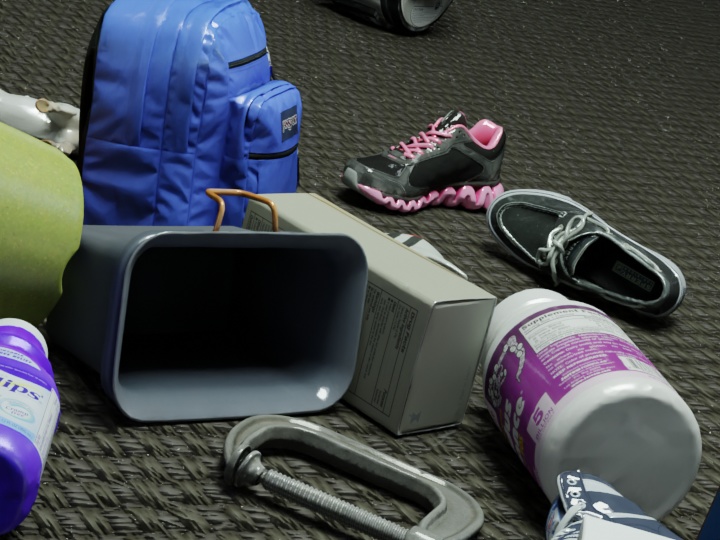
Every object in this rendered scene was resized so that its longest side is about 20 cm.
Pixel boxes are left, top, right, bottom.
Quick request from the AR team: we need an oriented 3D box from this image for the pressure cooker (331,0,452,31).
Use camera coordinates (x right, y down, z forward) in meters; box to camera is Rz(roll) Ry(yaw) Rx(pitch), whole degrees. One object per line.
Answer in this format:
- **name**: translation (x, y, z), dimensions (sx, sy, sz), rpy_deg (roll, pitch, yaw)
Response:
- **pressure cooker**: translation (0.050, -0.413, 2.639), dimensions (0.199, 0.179, 0.176), rpy_deg (27, 63, 26)

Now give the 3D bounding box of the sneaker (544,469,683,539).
- **sneaker**: translation (0.120, 0.171, 1.172), dimensions (0.199, 0.071, 0.108), rpy_deg (5, 24, -48)

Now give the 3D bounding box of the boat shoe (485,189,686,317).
- **boat shoe**: translation (0.191, -0.016, 1.775), dimensions (0.199, 0.074, 0.068), rpy_deg (34, 10, 23)

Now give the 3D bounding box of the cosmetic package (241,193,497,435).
- **cosmetic package**: translation (-0.005, 0.027, 1.447), dimensions (0.073, 0.104, 0.199), rpy_deg (-4, 27, -46)

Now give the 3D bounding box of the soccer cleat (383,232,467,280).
- **soccer cleat**: translation (0.000, 0.000, 1.589), dimensions (0.199, 0.069, 0.085), rpy_deg (3, 17, -44)

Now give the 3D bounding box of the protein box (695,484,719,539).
- **protein box**: translation (0.349, 0.176, 1.205), dimensions (0.198, 0.136, 0.198), rpy_deg (12, 17, -32)

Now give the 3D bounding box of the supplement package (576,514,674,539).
- **supplement package**: translation (0.165, 0.227, 0.981), dimensions (0.154, 0.112, 0.200), rpy_deg (16, 19, 4)

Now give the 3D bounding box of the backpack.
- **backpack**: translation (-0.132, -0.122, 1.588), dimensions (0.166, 0.202, 0.163), rpy_deg (6, 15, 10)

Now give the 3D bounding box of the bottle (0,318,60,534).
- **bottle**: translation (-0.217, 0.084, 1.170), dimensions (0.083, 0.066, 0.200), rpy_deg (14, 18, -6)

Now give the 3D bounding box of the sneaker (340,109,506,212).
- **sneaker**: translation (0.065, -0.110, 1.914), dimensions (0.199, 0.096, 0.079), rpy_deg (-4, 28, -42)

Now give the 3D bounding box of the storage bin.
- **storage bin**: translation (-0.115, 0.012, 1.370), dimensions (0.199, 0.147, 0.134), rpy_deg (-1, 14, -40)

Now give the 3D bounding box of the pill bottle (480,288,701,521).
- **pill bottle**: translation (0.147, 0.088, 1.373), dimensions (0.111, 0.113, 0.200), rpy_deg (9, 19, -18)

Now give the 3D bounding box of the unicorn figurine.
- **unicorn figurine**: translation (-0.309, -0.143, 1.775), dimensions (0.199, 0.074, 0.137), rpy_deg (31, 10, 2)

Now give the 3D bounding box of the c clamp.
- **c clamp**: translation (-0.006, 0.139, 1.239), dimensions (0.199, 0.027, 0.170), rpy_deg (24, 20, 23)

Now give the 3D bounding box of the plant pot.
- **plant pot**: translation (-0.291, -0.039, 1.319), dimensions (0.183, 0.202, 0.200), rpy_deg (16, 14, -36)
